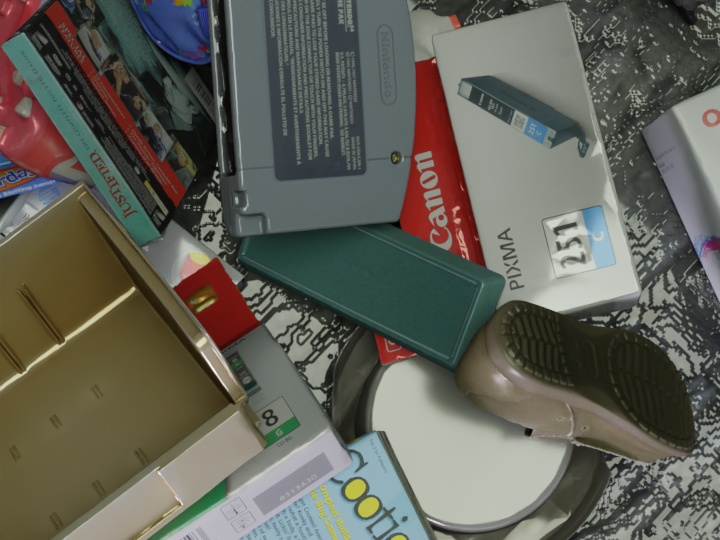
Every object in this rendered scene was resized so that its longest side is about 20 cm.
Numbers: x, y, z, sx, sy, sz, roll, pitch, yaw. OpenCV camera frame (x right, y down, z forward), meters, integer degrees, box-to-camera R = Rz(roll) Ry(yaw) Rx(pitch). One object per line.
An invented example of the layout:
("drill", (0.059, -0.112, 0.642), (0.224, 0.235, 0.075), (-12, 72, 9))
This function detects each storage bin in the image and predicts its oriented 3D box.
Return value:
("storage bin", (-0.184, 0.081, 0.946), (0.199, 0.199, 0.094), (-37, 132, -9))

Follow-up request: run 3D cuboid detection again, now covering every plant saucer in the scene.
("plant saucer", (0.000, 0.000, 1.077), (0.199, 0.019, 0.070), (25, 100, 31))

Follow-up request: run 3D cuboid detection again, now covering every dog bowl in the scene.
("dog bowl", (0.072, 0.103, 1.111), (0.198, 0.059, 0.202), (1, 84, -5))

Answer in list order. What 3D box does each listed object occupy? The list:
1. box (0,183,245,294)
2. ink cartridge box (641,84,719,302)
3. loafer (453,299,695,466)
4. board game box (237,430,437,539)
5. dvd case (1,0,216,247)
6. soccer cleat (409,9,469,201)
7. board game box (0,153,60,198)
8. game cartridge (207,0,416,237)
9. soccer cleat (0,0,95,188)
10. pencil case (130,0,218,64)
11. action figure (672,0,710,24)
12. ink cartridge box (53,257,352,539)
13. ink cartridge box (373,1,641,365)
("box", (-0.198, 0.037, 1.106), (0.156, 0.041, 0.201), (37, 83, 1))
("ink cartridge box", (0.305, -0.045, 1.132), (0.144, 0.085, 0.201), (-24, 85, -6))
("loafer", (0.137, 0.074, 1.046), (0.199, 0.067, 0.077), (27, 52, -35))
("board game box", (-0.053, 0.190, 1.018), (0.199, 0.103, 0.105), (-27, 83, 1))
("dvd case", (-0.148, -0.116, 1.035), (0.022, 0.200, 0.147), (-26, 110, 20))
("soccer cleat", (0.062, -0.082, 1.131), (0.077, 0.069, 0.201), (-22, 80, 1))
("board game box", (-0.253, -0.122, 1.095), (0.198, 0.045, 0.153), (-15, 65, -6))
("game cartridge", (-0.029, -0.126, 1.035), (0.132, 0.041, 0.202), (-6, 95, -33))
("soccer cleat", (-0.200, -0.138, 1.050), (0.066, 0.076, 0.201), (-32, 47, 25))
("pencil case", (-0.062, -0.218, 1.091), (0.086, 0.078, 0.200), (19, 50, 36))
("action figure", (0.168, -0.248, 1.138), (0.193, 0.105, 0.200), (37, 57, 5))
("ink cartridge box", (-0.119, 0.084, 1.003), (0.160, 0.050, 0.200), (-33, 51, -4))
("ink cartridge box", (0.074, -0.055, 1.069), (0.175, 0.045, 0.202), (-14, 78, 5))
